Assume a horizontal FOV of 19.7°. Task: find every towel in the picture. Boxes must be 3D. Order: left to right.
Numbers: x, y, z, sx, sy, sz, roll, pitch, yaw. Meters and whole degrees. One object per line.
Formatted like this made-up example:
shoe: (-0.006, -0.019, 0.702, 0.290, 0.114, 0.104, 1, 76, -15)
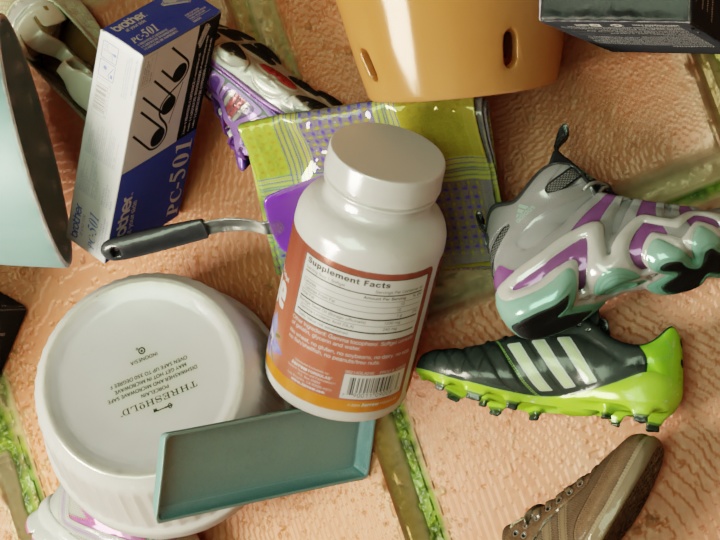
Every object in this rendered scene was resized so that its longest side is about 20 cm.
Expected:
towel: (0.014, -0.058, 1.547, 0.199, 0.023, 0.144, -3, 117, 19)

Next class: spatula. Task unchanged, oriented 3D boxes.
spatula: (-0.102, -0.031, 1.559, 0.199, 0.021, 0.057, -10, 124, 16)

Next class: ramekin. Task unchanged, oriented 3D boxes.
ramekin: (-0.155, 0.094, 1.576, 0.201, 0.094, 0.203, -3, 69, 8)

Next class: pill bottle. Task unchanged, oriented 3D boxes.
pill bottle: (0.000, 0.000, 1.505, 0.112, 0.112, 0.201, 26, 123, 20)

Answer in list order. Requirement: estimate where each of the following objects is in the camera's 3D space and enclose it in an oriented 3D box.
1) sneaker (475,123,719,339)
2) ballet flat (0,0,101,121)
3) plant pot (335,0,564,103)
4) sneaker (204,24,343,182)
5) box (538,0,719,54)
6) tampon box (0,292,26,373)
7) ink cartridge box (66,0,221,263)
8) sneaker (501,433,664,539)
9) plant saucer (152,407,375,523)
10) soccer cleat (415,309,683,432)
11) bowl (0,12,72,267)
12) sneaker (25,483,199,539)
sneaker: (0.179, -0.047, 1.484, 0.199, 0.078, 0.140, -17, 66, -1)
ballet flat: (-0.233, -0.174, 1.665, 0.200, 0.062, 0.068, 43, 104, 17)
plant pot: (0.066, -0.197, 1.479, 0.199, 0.200, 0.141, -2, 100, 22)
sneaker: (-0.091, -0.127, 1.600, 0.200, 0.081, 0.084, 38, 109, 18)
box: (0.199, -0.228, 1.413, 0.104, 0.200, 0.149, 3, 90, 21)
tampon box: (-0.395, 0.087, 1.695, 0.149, 0.126, 0.201, 27, 99, 20)
ink cartridge box: (-0.165, -0.109, 1.572, 0.044, 0.094, 0.201, 33, 132, 19)
sneaker: (0.142, 0.192, 1.503, 0.075, 0.070, 0.201, 34, 101, 20)
plant saucer: (-0.070, 0.135, 1.528, 0.019, 0.199, 0.070, 25, 114, 44)
soccer cleat: (0.139, 0.067, 1.515, 0.199, 0.068, 0.081, 5, 75, 21)
bowl: (-0.296, -0.086, 1.590, 0.104, 0.201, 0.202, -15, 83, 0)
sneaker: (-0.168, 0.211, 1.625, 0.199, 0.081, 0.089, 30, 102, 19)
